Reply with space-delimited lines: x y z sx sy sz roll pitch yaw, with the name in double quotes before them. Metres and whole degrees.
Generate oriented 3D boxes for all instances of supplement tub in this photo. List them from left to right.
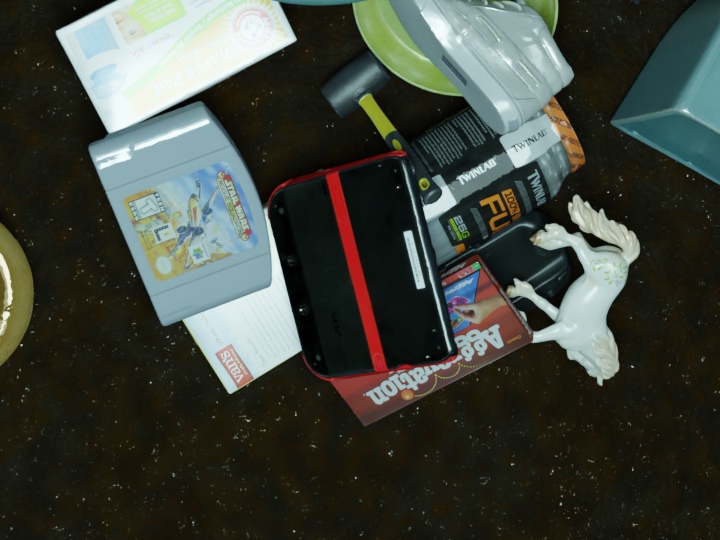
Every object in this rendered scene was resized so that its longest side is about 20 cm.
"supplement tub" 0.110 -0.094 1.539 0.199 0.123 0.123 -31 101 0

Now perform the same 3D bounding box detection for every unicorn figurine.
"unicorn figurine" 0.212 0.034 1.555 0.137 0.074 0.200 23 128 -3

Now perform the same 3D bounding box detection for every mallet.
"mallet" 0.034 -0.138 1.503 0.066 0.200 0.041 -43 140 2

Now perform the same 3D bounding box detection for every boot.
"boot" 0.110 -0.228 1.481 0.095 0.074 0.200 -37 85 -12

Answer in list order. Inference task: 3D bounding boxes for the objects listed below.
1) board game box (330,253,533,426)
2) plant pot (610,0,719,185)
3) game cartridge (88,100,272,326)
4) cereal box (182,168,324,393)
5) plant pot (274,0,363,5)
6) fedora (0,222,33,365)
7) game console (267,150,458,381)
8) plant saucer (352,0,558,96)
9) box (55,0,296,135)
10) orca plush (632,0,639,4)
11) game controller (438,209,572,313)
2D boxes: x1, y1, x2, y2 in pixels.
"board game box" 0.058 0.071 1.550 0.199 0.019 0.103 -29 113 21
"plant pot" 0.393 -0.191 1.524 0.196 0.196 0.201 27 87 -9
"game cartridge" -0.160 -0.053 1.493 0.133 0.042 0.201 -19 119 1
"cereal box" -0.084 0.011 1.578 0.199 0.040 0.144 -30 102 0
"plant pot" 0.004 -0.319 1.392 0.134 0.200 0.201 16 97 -2
"fedora" -0.415 0.024 1.526 0.199 0.082 0.202 -1 96 -10
"game console" 0.000 0.000 1.491 0.176 0.031 0.201 -12 94 36
"plant saucer" 0.092 -0.262 1.517 0.199 0.031 0.201 8 128 10
"box" -0.172 -0.223 1.500 0.199 0.101 0.113 -28 101 -1
"orca plush" 0.337 -0.345 1.547 0.199 0.071 0.106 -28 101 -1
"game controller" 0.117 0.019 1.592 0.199 0.042 0.105 -31 116 -1
